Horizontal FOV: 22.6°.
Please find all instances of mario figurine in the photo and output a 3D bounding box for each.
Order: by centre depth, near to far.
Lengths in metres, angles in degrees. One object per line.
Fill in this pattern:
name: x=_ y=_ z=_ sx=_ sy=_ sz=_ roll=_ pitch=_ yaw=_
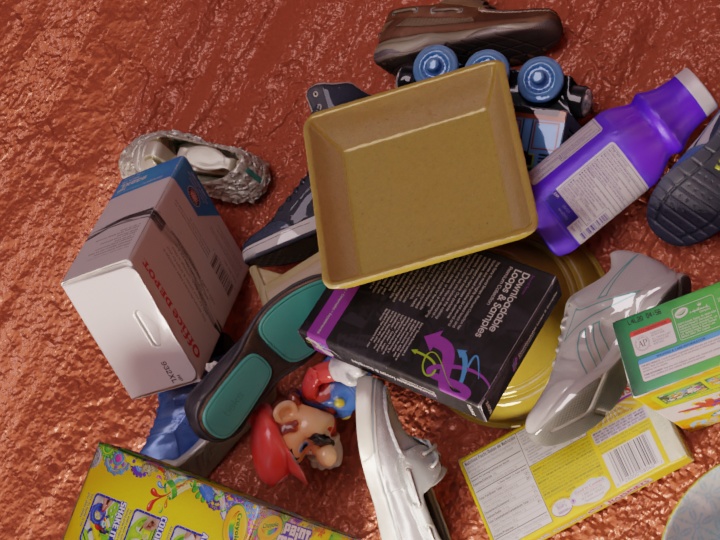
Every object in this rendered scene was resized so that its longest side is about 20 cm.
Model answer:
mario figurine: x=-0.018 y=0.131 z=1.699 sx=0.200 sy=0.124 sz=0.106 roll=-46 pitch=32 yaw=-9

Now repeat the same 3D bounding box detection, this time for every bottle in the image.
bottle: x=0.232 y=-0.103 z=1.637 sx=0.200 sy=0.084 sz=0.065 roll=-40 pitch=37 yaw=6

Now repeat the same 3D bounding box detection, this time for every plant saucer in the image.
plant saucer: x=0.056 y=-0.078 z=1.643 sx=0.199 sy=0.049 sz=0.201 roll=-16 pitch=54 yaw=11

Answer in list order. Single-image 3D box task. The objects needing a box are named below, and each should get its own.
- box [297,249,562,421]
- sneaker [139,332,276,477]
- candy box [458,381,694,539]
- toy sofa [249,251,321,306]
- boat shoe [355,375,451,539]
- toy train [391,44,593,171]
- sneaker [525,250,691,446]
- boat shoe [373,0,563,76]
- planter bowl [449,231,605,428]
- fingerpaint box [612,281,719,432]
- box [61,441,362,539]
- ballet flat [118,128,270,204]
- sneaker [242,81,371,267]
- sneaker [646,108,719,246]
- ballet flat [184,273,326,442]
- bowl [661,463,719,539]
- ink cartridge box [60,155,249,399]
box: x=0.062 y=0.038 z=1.618 sx=0.199 sy=0.036 sz=0.143 roll=21 pitch=67 yaw=31
sneaker: x=-0.186 y=0.148 z=1.807 sx=0.200 sy=0.077 sz=0.111 roll=-45 pitch=61 yaw=7
candy box: x=0.193 y=0.172 z=1.630 sx=0.199 sy=0.026 sz=0.103 roll=-30 pitch=59 yaw=16
toy sofa: x=0.000 y=0.000 z=1.752 sx=0.199 sy=0.083 sz=0.098 roll=-33 pitch=64 yaw=17
boat shoe: x=0.045 y=0.185 z=1.643 sx=0.071 sy=0.070 sz=0.202 roll=-11 pitch=107 yaw=10
toy train: x=0.122 y=-0.148 z=1.729 sx=0.199 sy=0.087 sz=0.115 roll=9 pitch=81 yaw=21
sneaker: x=0.207 y=0.069 z=1.607 sx=0.080 sy=0.070 sz=0.201 roll=36 pitch=82 yaw=33
boat shoe: x=0.104 y=-0.243 z=1.786 sx=0.199 sy=0.076 sz=0.072 roll=-4 pitch=70 yaw=25
planter bowl: x=0.128 y=0.040 z=1.674 sx=0.199 sy=0.083 sz=0.202 roll=-8 pitch=71 yaw=25
fingerpaint box: x=0.334 y=0.057 z=1.511 sx=0.199 sy=0.167 sz=0.074 roll=-23 pitch=66 yaw=21
box: x=-0.137 y=0.260 z=1.673 sx=0.192 sy=0.200 sz=0.123 roll=16 pitch=81 yaw=31
ballet flat: x=-0.184 y=-0.118 z=1.901 sx=0.199 sy=0.072 sz=0.072 roll=9 pitch=78 yaw=31
sneaker: x=-0.047 y=-0.100 z=1.807 sx=0.201 sy=0.077 sz=0.147 roll=-27 pitch=74 yaw=7
sneaker: x=0.335 y=-0.106 z=1.625 sx=0.074 sy=0.082 sz=0.200 roll=39 pitch=113 yaw=7
ballet flat: x=-0.092 y=0.077 z=1.682 sx=0.073 sy=0.073 sz=0.200 roll=31 pitch=70 yaw=32
bowl: x=0.353 y=0.252 z=1.472 sx=0.199 sy=0.108 sz=0.202 roll=-9 pitch=71 yaw=25
ink cartridge box: x=-0.197 y=0.005 z=1.767 sx=0.083 sy=0.146 sz=0.200 roll=-17 pitch=27 yaw=22
